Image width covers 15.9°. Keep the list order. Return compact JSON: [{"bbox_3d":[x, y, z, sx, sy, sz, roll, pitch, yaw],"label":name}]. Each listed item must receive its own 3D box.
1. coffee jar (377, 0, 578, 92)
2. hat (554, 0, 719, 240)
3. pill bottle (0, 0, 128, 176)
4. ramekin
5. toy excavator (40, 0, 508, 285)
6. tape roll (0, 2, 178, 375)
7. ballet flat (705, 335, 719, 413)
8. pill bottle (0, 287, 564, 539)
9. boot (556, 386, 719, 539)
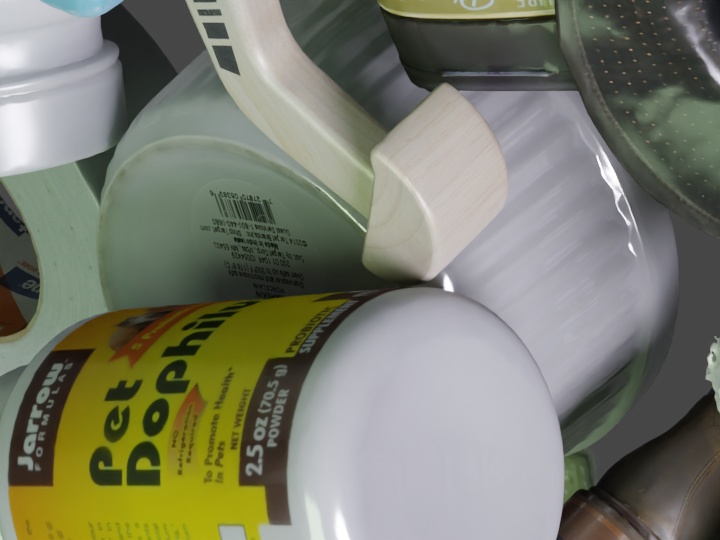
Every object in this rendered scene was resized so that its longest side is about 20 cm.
[{"bbox_3d":[0.040,-0.148,0.753,0.104,0.085,0.201,4,121,36],"label":"coffee jar"},{"bbox_3d":[0.153,-0.086,0.695,0.199,0.081,0.202,16,137,15],"label":"hat"},{"bbox_3d":[-0.135,-0.138,0.874,0.119,0.119,0.202,6,110,41],"label":"pill bottle"},{"bbox_3d":[0.000,0.000,0.891,0.199,0.105,0.201,26,135,29],"label":"ramekin"},{"bbox_3d":[-0.052,-0.103,0.763,0.194,0.100,0.201,21,145,40],"label":"toy excavator"},{"bbox_3d":[-0.145,-0.032,1.039,0.199,0.066,0.201,25,133,29],"label":"tape roll"},{"bbox_3d":[0.200,0.037,0.747,0.198,0.072,0.072,11,131,7],"label":"ballet flat"},{"bbox_3d":[-0.040,0.064,0.810,0.199,0.109,0.110,-5,115,46],"label":"pill bottle"},{"bbox_3d":[0.126,0.101,0.879,0.075,0.097,0.200,40,172,26],"label":"boot"}]
